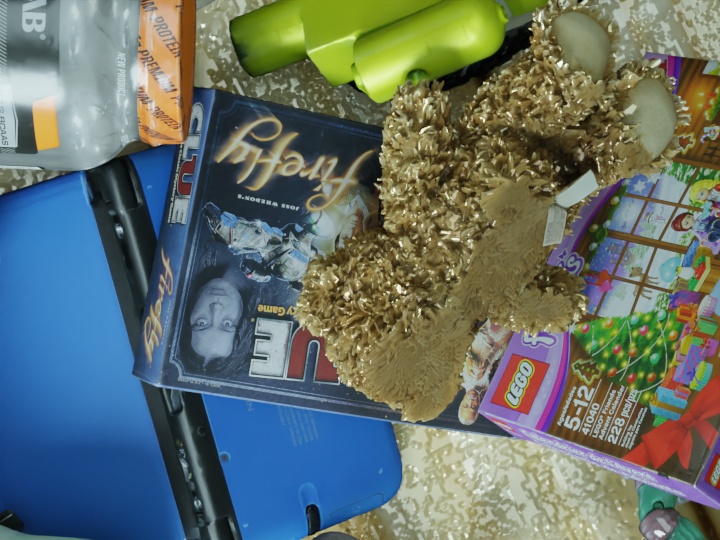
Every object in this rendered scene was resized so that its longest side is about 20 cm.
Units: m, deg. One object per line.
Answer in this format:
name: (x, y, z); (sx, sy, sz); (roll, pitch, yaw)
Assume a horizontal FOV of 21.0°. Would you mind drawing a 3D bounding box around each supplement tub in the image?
supplement tub: (-0.171, -0.105, 0.831); (0.198, 0.123, 0.124); (1, 91, -1)

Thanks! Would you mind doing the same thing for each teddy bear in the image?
teddy bear: (0.057, -0.030, 0.867); (0.144, 0.067, 0.201); (15, 111, -37)

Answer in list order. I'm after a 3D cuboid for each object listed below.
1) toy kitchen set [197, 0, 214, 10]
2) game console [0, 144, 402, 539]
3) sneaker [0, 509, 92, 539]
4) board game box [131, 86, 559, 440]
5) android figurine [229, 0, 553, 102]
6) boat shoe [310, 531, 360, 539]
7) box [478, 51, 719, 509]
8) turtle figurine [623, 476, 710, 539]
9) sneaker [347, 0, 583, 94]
toy kitchen set: (-0.118, -0.245, 0.898); (0.162, 0.182, 0.200); (-23, 133, 28)
game console: (-0.096, 0.043, 0.965); (0.170, 0.118, 0.202); (-18, 94, -34)
sneaker: (-0.139, 0.197, 0.936); (0.117, 0.074, 0.202); (11, 130, 30)
board game box: (0.000, 0.000, 0.921); (0.198, 0.035, 0.137); (10, 92, -29)
android figurine: (0.028, -0.163, 0.908); (0.198, 0.041, 0.183); (-19, 55, 18)
boat shoe: (0.011, 0.225, 0.942); (0.073, 0.074, 0.201); (-26, 93, 29)
box: (0.152, 0.000, 0.907); (0.039, 0.136, 0.201); (34, 77, -41)
turtle figurine: (0.150, 0.160, 0.946); (0.198, 0.101, 0.151); (-14, 92, 3)
sneaker: (0.072, -0.150, 0.947); (0.199, 0.074, 0.080); (-34, 87, -8)
